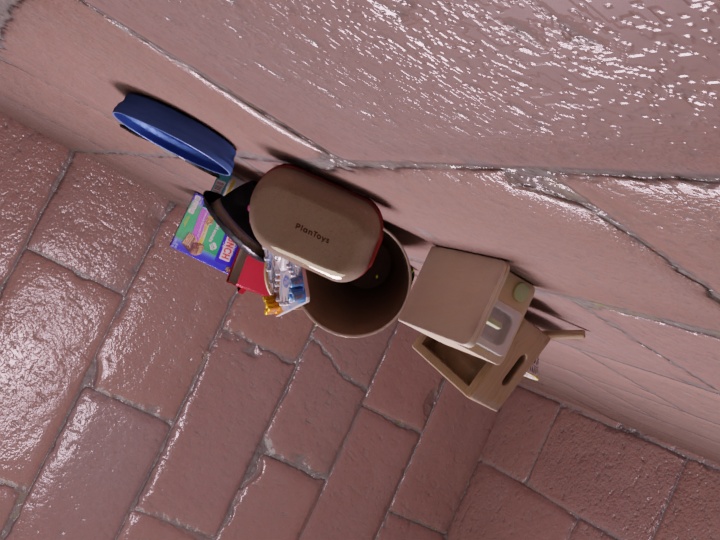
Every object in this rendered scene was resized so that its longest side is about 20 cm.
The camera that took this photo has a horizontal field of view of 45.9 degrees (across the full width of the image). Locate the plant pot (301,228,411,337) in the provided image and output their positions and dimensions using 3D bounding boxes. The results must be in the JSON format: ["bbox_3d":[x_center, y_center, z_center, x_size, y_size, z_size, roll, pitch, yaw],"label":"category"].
[{"bbox_3d":[0.000,0.000,1.423,0.186,0.188,0.200,25,-170,4],"label":"plant pot"}]

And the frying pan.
[{"bbox_3d":[-0.332,-0.218,1.540,0.189,0.031,0.115,28,176,18],"label":"frying pan"}]

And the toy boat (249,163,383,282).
[{"bbox_3d":[-0.058,-0.079,1.227,0.199,0.131,0.131,25,-156,5],"label":"toy boat"}]

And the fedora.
[{"bbox_3d":[-0.195,-0.104,1.548,0.201,0.092,0.201,45,-173,-7],"label":"fedora"}]

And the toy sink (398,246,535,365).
[{"bbox_3d":[0.169,0.054,1.252,0.112,0.131,0.200,28,174,-27],"label":"toy sink"}]

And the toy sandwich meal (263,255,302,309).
[{"bbox_3d":[-0.087,-0.018,1.524,0.070,0.206,0.205,24,176,44],"label":"toy sandwich meal"}]

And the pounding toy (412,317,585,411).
[{"bbox_3d":[0.236,0.119,1.451,0.142,0.201,0.184,31,-173,-48],"label":"pounding toy"}]

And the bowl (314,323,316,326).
[{"bbox_3d":[-0.042,0.032,1.904,0.093,0.202,0.201,10,178,-8],"label":"bowl"}]

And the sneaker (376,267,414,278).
[{"bbox_3d":[0.027,-0.007,1.678,0.076,0.076,0.200,21,172,38],"label":"sneaker"}]

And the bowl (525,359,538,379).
[{"bbox_3d":[0.265,0.124,1.622,0.200,0.095,0.201,26,176,2],"label":"bowl"}]

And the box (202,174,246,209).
[{"bbox_3d":[-0.214,-0.117,1.709,0.049,0.083,0.200,22,174,46],"label":"box"}]

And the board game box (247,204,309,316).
[{"bbox_3d":[-0.136,-0.035,1.364,0.026,0.202,0.200,-8,173,-20],"label":"board game box"}]

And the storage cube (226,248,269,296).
[{"bbox_3d":[-0.245,-0.014,2.337,0.179,0.201,0.171,21,177,-18],"label":"storage cube"}]

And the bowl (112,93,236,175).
[{"bbox_3d":[-0.282,-0.210,1.311,0.199,0.040,0.201,26,175,2],"label":"bowl"}]

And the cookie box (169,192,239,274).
[{"bbox_3d":[-0.416,-0.101,2.423,0.199,0.172,0.075,26,178,-14],"label":"cookie box"}]
